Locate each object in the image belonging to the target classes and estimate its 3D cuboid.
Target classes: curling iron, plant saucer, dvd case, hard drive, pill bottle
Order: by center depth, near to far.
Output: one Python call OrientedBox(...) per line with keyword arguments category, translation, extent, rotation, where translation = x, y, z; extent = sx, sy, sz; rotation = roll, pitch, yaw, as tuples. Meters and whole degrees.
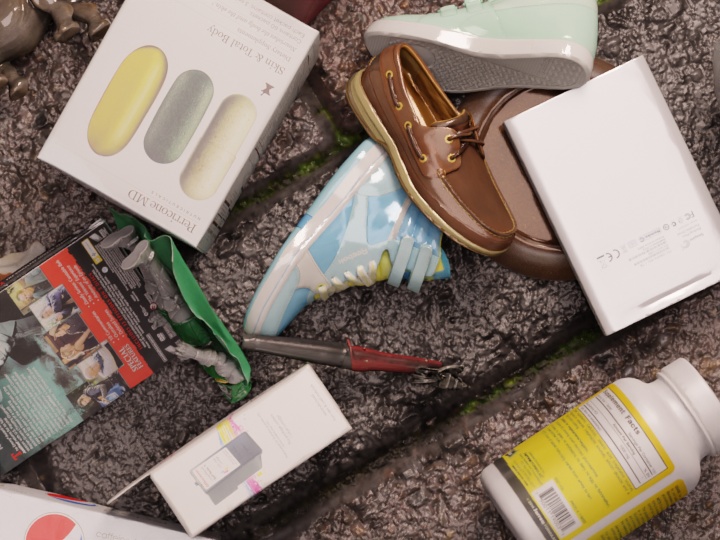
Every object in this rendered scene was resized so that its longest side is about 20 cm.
OrientedBox(category="pill bottle", translation=(0.210, 0.162, 1.724), extent=(0.200, 0.112, 0.113), rotation=(-33, 89, -2))
OrientedBox(category="dvd case", translation=(-0.262, 0.065, 1.727), extent=(0.200, 0.022, 0.146), rotation=(-35, 117, -6))
OrientedBox(category="curling iron", translation=(-0.003, 0.073, 1.740), extent=(0.200, 0.050, 0.026), rotation=(12, 88, -10))
OrientedBox(category="hard drive", translation=(0.223, -0.063, 1.744), extent=(0.132, 0.025, 0.200), rotation=(-26, 89, -2))
OrientedBox(category="plant saucer", translation=(0.171, -0.092, 1.773), extent=(0.200, 0.032, 0.201), rotation=(0, 89, 0))

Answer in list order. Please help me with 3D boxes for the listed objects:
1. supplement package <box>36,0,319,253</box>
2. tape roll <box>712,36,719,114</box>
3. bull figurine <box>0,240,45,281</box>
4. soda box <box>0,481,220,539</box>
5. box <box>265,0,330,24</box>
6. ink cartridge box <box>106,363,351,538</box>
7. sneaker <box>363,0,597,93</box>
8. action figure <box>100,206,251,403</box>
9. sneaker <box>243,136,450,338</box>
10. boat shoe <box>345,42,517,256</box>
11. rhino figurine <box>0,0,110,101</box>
OrientedBox(category="supplement package", translation=(-0.147, -0.138, 1.706), extent=(0.152, 0.151, 0.200), rotation=(29, 88, -1))
OrientedBox(category="tape roll", translation=(0.389, -0.120, 1.693), extent=(0.139, 0.203, 0.203), rotation=(-18, 89, -1))
OrientedBox(category="bull figurine", translation=(-0.352, 0.039, 1.741), extent=(0.121, 0.065, 0.200), rotation=(38, 86, 4))
OrientedBox(category="soda box", translation=(-0.222, 0.233, 1.737), extent=(0.200, 0.064, 0.068), rotation=(14, 88, -2))
OrientedBox(category="box", translation=(-0.050, -0.298, 1.682), extent=(0.128, 0.200, 0.109), rotation=(42, 76, 0))
OrientedBox(category="ink cartridge box", translation=(-0.108, 0.159, 1.714), extent=(0.200, 0.117, 0.067), rotation=(-34, 89, -2))
OrientedBox(category="sneaker", translation=(0.109, -0.218, 1.765), extent=(0.200, 0.074, 0.118), rotation=(6, 58, 15))
OrientedBox(category="action figure", translation=(-0.142, 0.042, 1.708), extent=(0.055, 0.118, 0.200), rotation=(-39, 128, -6))
OrientedBox(category="sneaker", translation=(0.000, 0.000, 1.742), extent=(0.130, 0.080, 0.200), rotation=(36, 89, 1))
OrientedBox(category="boat shoe", translation=(0.067, -0.102, 1.721), extent=(0.200, 0.072, 0.068), rotation=(54, 129, 12))
OrientedBox(category="rhino figurine", translation=(-0.318, -0.186, 1.749), extent=(0.200, 0.060, 0.087), rotation=(-35, 70, -1))
